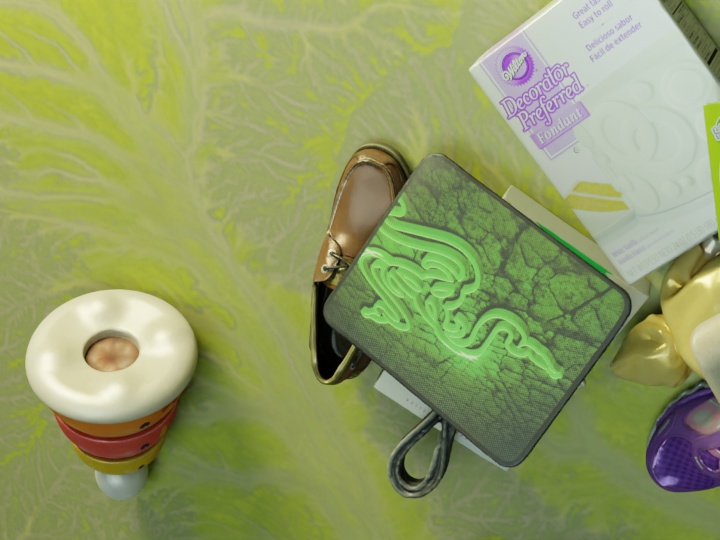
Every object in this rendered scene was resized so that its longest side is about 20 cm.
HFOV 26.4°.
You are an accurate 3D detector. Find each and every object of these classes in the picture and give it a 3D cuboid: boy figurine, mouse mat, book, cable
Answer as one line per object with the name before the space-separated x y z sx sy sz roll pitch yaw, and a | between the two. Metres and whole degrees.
boy figurine | 0.270 0.034 1.117 0.200 0.064 0.125 -41 68 33
mouse mat | 0.084 0.029 1.150 0.200 0.008 0.161 38 102 19
book | 0.118 0.049 1.211 0.133 0.048 0.201 34 119 1
cable | 0.076 0.105 1.194 0.097 0.050 0.200 46 116 -5

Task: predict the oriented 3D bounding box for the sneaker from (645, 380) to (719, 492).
sneaker | 0.297 0.123 1.138 0.199 0.089 0.081 -25 103 31

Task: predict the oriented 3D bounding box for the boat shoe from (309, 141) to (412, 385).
boat shoe | 0.000 0.000 1.220 0.071 0.068 0.201 14 116 18

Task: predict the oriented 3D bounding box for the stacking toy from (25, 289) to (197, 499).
stacking toy | -0.212 0.129 1.356 0.145 0.146 0.201 17 137 15

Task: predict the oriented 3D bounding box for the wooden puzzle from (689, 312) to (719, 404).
wooden puzzle | 0.349 0.087 1.041 0.184 0.046 0.201 -30 103 10

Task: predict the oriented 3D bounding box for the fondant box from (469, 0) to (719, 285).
fondant box | 0.195 -0.110 1.096 0.144 0.058 0.200 -35 95 31

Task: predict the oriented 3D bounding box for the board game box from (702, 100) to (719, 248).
board game box | 0.328 -0.055 0.978 0.199 0.045 0.136 -8 88 27
